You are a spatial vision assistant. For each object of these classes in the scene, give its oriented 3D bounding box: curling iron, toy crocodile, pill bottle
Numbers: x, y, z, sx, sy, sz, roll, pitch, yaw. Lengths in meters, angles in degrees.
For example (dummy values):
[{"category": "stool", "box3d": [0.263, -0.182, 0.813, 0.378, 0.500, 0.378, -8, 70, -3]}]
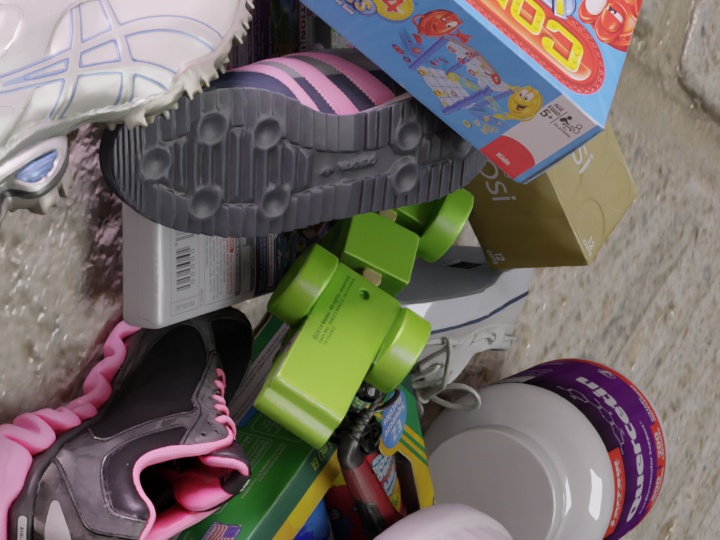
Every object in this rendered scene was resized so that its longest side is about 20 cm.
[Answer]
[{"category": "curling iron", "box3d": [0.019, 0.119, 1.206, 0.050, 0.026, 0.200, -60, 148, -30]}, {"category": "toy crocodile", "box3d": [0.000, 0.000, 1.148, 0.062, 0.067, 0.200, -47, -163, 49]}, {"category": "pill bottle", "box3d": [0.098, 0.113, 1.395, 0.200, 0.112, 0.113, -13, 113, -70]}]

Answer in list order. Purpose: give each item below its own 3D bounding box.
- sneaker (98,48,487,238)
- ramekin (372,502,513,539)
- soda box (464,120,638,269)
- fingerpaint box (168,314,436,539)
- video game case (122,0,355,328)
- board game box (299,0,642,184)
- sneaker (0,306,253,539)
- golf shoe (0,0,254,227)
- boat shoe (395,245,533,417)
[{"category": "sneaker", "box3d": [-0.039, -0.060, 1.077, 0.200, 0.082, 0.070, -4, 115, -40]}, {"category": "ramekin", "box3d": [0.043, 0.219, 1.192, 0.202, 0.094, 0.203, -34, 135, -41]}, {"category": "soda box", "box3d": [0.068, -0.098, 1.272, 0.068, 0.064, 0.200, -52, 126, -40]}, {"category": "fingerpaint box", "box3d": [-0.040, 0.144, 1.211, 0.200, 0.073, 0.167, -53, 144, -40]}, {"category": "video game case", "box3d": [-0.051, -0.087, 1.132, 0.182, 0.023, 0.201, -18, 110, -59]}, {"category": "board game box", "box3d": [0.039, -0.173, 1.091, 0.200, 0.056, 0.196, 38, 46, -20]}, {"category": "sneaker", "box3d": [-0.081, 0.074, 1.076, 0.200, 0.095, 0.079, -47, 139, -54]}, {"category": "golf shoe", "box3d": [-0.116, -0.094, 0.958, 0.200, 0.078, 0.097, -45, 126, -39]}, {"category": "boat shoe", "box3d": [0.036, 0.039, 1.324, 0.202, 0.074, 0.086, -18, 117, -70]}]
